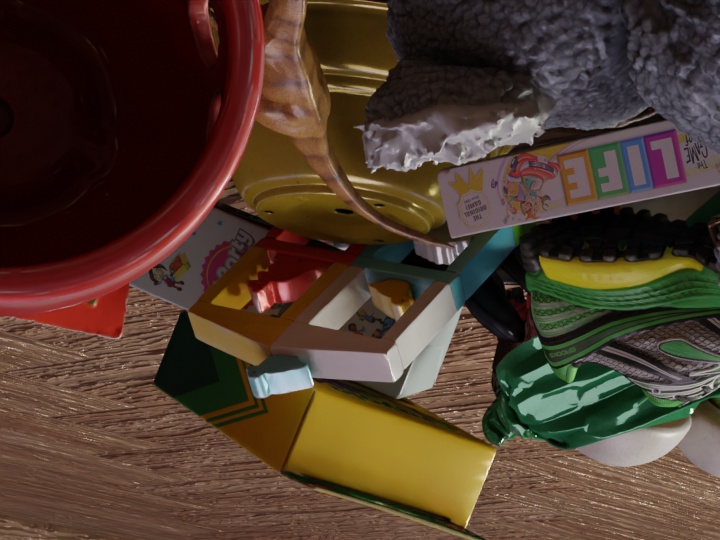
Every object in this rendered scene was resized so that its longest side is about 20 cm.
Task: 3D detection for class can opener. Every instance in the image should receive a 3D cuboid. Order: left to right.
[{"bbox_3d":[0.068,-0.009,1.187,0.078,0.064,0.200,28,-176,-17],"label":"can opener"}]

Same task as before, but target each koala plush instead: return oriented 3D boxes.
[{"bbox_3d":[0.099,-0.099,0.758,0.199,0.178,0.184,4,154,13],"label":"koala plush"}]

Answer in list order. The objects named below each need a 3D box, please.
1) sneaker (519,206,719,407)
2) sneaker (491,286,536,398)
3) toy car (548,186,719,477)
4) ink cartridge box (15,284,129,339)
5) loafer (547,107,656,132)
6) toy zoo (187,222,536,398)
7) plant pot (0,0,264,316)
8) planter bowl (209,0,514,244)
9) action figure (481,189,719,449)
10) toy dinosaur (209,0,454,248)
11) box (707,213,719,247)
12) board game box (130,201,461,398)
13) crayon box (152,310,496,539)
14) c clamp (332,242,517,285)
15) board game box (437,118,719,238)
[{"bbox_3d":[0.173,0.021,1.001,0.199,0.086,0.078,6,-154,33],"label":"sneaker"},{"bbox_3d":[0.130,0.055,1.372,0.070,0.098,0.200,7,172,-8],"label":"sneaker"},{"bbox_3d":[0.185,0.013,1.203,0.199,0.176,0.150,9,-158,-28],"label":"toy car"},{"bbox_3d":[-0.186,-0.063,1.001,0.199,0.163,0.050,13,167,-25],"label":"ink cartridge box"},{"bbox_3d":[0.101,-0.094,0.944,0.075,0.069,0.200,7,166,-1],"label":"loafer"},{"bbox_3d":[0.000,0.000,1.119,0.131,0.200,0.021,11,131,35],"label":"toy zoo"},{"bbox_3d":[-0.145,-0.076,0.873,0.199,0.201,0.182,8,172,-7],"label":"plant pot"},{"bbox_3d":[-0.005,-0.064,1.081,0.199,0.084,0.200,6,166,1],"label":"planter bowl"},{"bbox_3d":[0.142,0.038,1.088,0.200,0.055,0.118,-31,108,24],"label":"action figure"},{"bbox_3d":[-0.033,-0.077,0.970,0.106,0.060,0.200,28,153,34],"label":"toy dinosaur"},{"bbox_3d":[0.273,-0.058,0.925,0.199,0.021,0.163,-18,176,-24],"label":"box"},{"bbox_3d":[-0.047,0.008,1.250,0.199,0.065,0.148,21,-178,8],"label":"board game box"},{"bbox_3d":[-0.015,0.085,1.165,0.127,0.051,0.200,21,-177,-33],"label":"crayon box"},{"bbox_3d":[0.079,-0.008,1.375,0.199,0.027,0.171,3,167,10],"label":"c clamp"},{"bbox_3d":[0.155,-0.057,1.005,0.199,0.034,0.134,-11,-177,38],"label":"board game box"}]
